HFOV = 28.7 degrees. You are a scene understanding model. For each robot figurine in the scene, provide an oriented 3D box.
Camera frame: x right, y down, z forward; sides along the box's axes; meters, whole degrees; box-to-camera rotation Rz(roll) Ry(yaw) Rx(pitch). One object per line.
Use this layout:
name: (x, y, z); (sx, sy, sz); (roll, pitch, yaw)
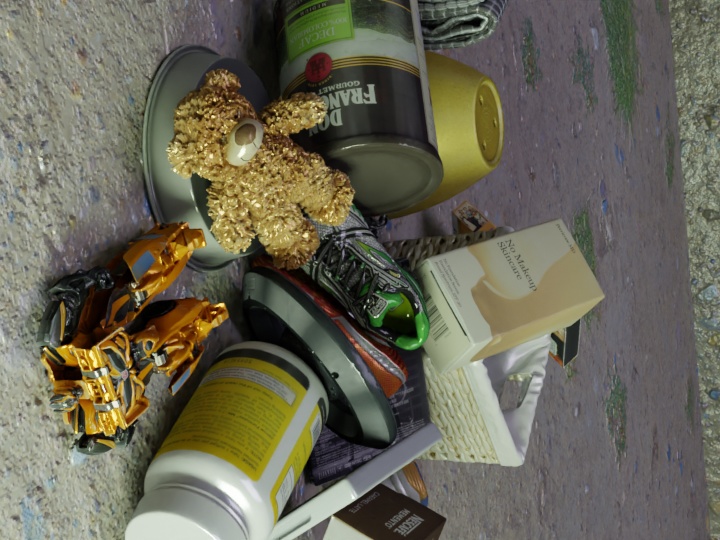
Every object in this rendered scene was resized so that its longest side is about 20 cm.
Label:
robot figurine: (-0.176, 0.049, 1.087); (0.200, 0.058, 0.146); (-55, 136, -54)

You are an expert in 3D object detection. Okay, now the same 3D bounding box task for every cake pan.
cake pan: (-0.123, -0.100, 1.241); (0.200, 0.036, 0.203); (-3, 90, -65)

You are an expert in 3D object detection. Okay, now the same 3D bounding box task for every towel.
towel: (0.063, -0.296, 1.475); (0.166, 0.198, 0.086); (-66, 144, -47)

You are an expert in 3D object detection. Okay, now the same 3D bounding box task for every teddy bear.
teddy bear: (-0.075, -0.078, 1.176); (0.144, 0.067, 0.201); (-33, 133, -11)

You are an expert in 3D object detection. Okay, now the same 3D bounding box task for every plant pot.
plant pot: (0.078, -0.160, 1.564); (0.200, 0.141, 0.202); (-3, 90, -65)

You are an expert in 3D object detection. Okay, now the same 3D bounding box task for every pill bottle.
pill bottle: (-0.109, 0.162, 1.160); (0.201, 0.113, 0.115); (-61, 141, -48)

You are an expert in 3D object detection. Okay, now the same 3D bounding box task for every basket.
basket: (0.108, 0.088, 1.587); (0.201, 0.159, 0.199); (63, 34, -41)

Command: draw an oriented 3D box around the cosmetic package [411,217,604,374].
cosmetic package: (0.145, 0.023, 1.440); (0.199, 0.071, 0.106); (-19, 73, -38)

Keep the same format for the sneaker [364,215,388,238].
sneaker: (-0.010, -0.038, 1.437); (0.074, 0.079, 0.202); (-10, 99, -67)

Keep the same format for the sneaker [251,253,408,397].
sneaker: (-0.038, 0.064, 1.345); (0.200, 0.077, 0.073); (46, 8, -20)

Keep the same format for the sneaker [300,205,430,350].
sneaker: (0.000, 0.000, 1.304); (0.200, 0.078, 0.085); (38, 11, -31)

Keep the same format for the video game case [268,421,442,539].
video game case: (-0.033, 0.210, 1.260); (0.023, 0.181, 0.200); (57, 25, 6)

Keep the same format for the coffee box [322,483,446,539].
coffee box: (-0.005, 0.316, 1.322); (0.114, 0.079, 0.202); (-21, 134, -65)

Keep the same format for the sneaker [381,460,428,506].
sneaker: (0.021, 0.260, 1.506); (0.201, 0.087, 0.076); (85, -16, -56)

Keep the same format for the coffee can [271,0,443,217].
coffee can: (-0.005, -0.171, 1.329); (0.146, 0.145, 0.202); (39, 40, -59)

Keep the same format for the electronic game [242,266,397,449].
electronic game: (-0.038, 0.079, 1.254); (0.042, 0.199, 0.201); (-39, 132, -18)

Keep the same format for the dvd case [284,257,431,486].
dvd case: (-0.002, 0.101, 1.422); (0.148, 0.016, 0.202); (-17, 107, -28)

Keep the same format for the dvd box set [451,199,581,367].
dvd box set: (0.190, 0.017, 1.724); (0.029, 0.200, 0.147); (-39, 157, -13)
